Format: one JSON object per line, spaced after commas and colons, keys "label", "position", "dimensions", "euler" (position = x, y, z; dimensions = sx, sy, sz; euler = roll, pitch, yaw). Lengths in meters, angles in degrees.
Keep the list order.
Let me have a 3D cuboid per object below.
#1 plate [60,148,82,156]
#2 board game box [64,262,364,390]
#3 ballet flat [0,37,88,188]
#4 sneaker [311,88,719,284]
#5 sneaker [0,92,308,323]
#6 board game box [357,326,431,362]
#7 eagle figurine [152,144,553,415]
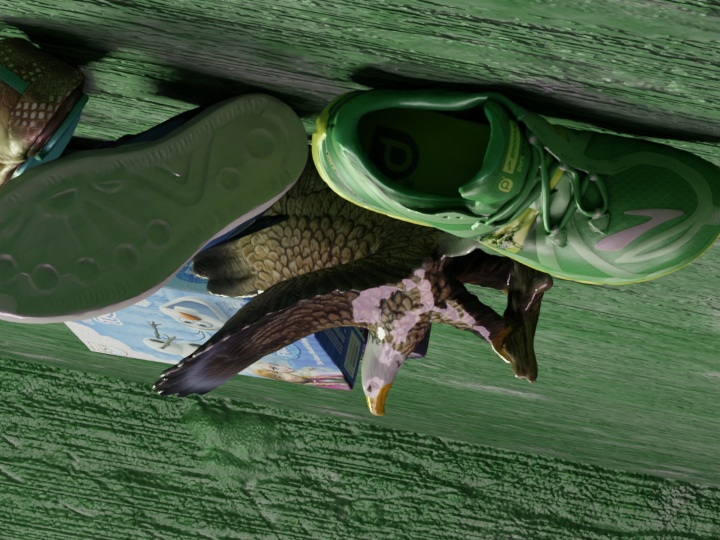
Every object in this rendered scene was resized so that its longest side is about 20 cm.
{"label": "plate", "position": [-0.140, -0.049, 1.735], "dimensions": [0.199, 0.026, 0.200], "euler": [11, 172, 1]}
{"label": "board game box", "position": [-0.113, 0.022, 1.883], "dimensions": [0.198, 0.044, 0.200], "euler": [9, 164, 15]}
{"label": "ballet flat", "position": [-0.176, -0.084, 1.415], "dimensions": [0.065, 0.071, 0.200], "euler": [38, 167, -4]}
{"label": "sneaker", "position": [0.074, -0.039, 1.297], "dimensions": [0.199, 0.074, 0.084], "euler": [10, 177, 0]}
{"label": "sneaker", "position": [-0.128, -0.022, 1.412], "dimensions": [0.199, 0.081, 0.146], "euler": [-28, -177, -24]}
{"label": "board game box", "position": [-0.067, 0.024, 2.090], "dimensions": [0.199, 0.057, 0.165], "euler": [13, 174, -20]}
{"label": "eagle figurine", "position": [-0.001, 0.007, 1.462], "dimensions": [0.199, 0.152, 0.152], "euler": [10, 172, 2]}
